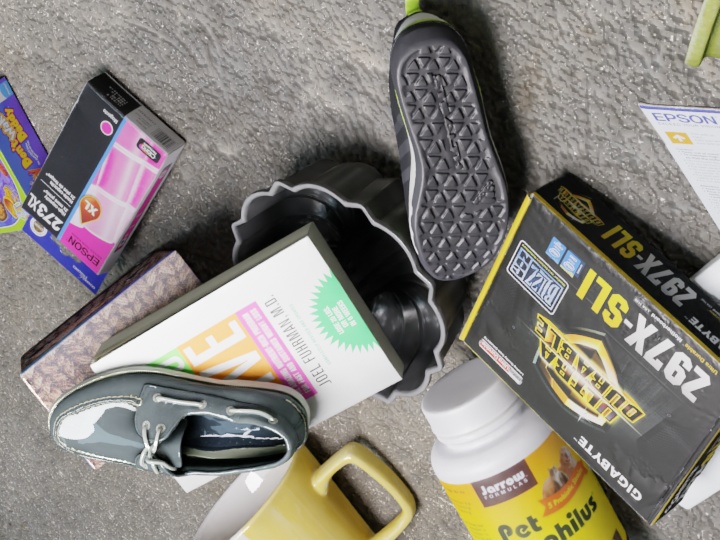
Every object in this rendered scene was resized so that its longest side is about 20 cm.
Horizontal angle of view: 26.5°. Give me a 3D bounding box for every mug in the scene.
[{"bbox_3d":[-0.047,0.256,1.404,0.153,0.150,0.186,44,148,-11],"label":"mug"}]

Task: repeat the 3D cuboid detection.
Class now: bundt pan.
[{"bbox_3d":[0.000,0.000,1.192,0.201,0.076,0.203,23,135,25],"label":"bundt pan"}]

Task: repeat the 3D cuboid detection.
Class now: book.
[{"bbox_3d":[-0.085,0.069,1.163,0.199,0.048,0.134,-30,105,15],"label":"book"}]

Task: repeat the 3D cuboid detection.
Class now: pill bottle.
[{"bbox_3d":[0.127,0.169,1.198,0.109,0.109,0.201,-13,114,46],"label":"pill bottle"}]

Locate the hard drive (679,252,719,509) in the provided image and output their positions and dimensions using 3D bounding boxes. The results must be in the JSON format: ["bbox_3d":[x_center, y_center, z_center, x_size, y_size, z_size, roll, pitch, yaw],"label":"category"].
[{"bbox_3d":[0.247,0.081,1.084,0.132,0.026,0.200,44,141,3],"label":"hard drive"}]

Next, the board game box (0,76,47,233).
[{"bbox_3d":[-0.377,-0.101,1.462,0.199,0.045,0.135,-6,119,44],"label":"board game box"}]

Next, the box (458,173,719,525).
[{"bbox_3d":[0.174,0.055,1.073,0.200,0.049,0.160,45,137,21],"label":"box"}]

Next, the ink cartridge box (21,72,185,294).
[{"bbox_3d":[-0.235,-0.068,1.338,0.095,0.037,0.200,40,128,5],"label":"ink cartridge box"}]

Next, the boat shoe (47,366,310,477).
[{"bbox_3d":[-0.137,0.117,1.129,0.198,0.062,0.074,0,112,3],"label":"boat shoe"}]

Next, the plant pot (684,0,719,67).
[{"bbox_3d":[0.279,-0.163,0.741,0.183,0.201,0.201,22,136,9],"label":"plant pot"}]

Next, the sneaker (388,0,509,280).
[{"bbox_3d":[0.059,-0.093,1.072,0.071,0.083,0.202,-10,118,-4],"label":"sneaker"}]

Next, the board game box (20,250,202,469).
[{"bbox_3d":[-0.199,0.069,1.301,0.097,0.159,0.200,52,170,-8],"label":"board game box"}]

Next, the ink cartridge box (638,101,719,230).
[{"bbox_3d":[0.282,-0.051,0.864,0.195,0.044,0.200,8,156,37],"label":"ink cartridge box"}]
